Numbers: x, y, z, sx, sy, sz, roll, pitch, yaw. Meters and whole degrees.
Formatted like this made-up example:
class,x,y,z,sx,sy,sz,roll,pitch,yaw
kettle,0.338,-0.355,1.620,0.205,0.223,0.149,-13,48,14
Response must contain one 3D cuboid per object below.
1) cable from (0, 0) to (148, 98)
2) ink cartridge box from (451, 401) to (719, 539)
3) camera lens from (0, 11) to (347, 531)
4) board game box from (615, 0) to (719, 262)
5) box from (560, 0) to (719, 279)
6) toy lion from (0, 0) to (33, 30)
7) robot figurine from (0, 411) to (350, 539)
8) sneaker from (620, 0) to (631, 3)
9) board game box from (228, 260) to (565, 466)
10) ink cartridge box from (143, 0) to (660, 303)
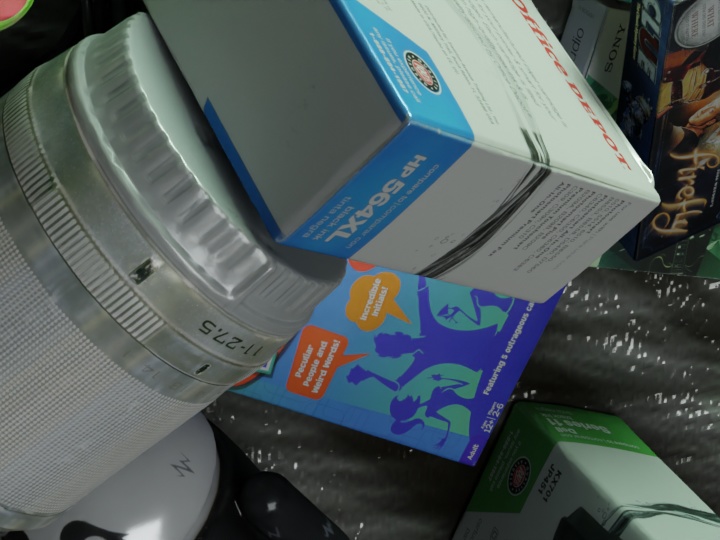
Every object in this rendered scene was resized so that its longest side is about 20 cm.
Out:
class,x,y,z,sx,sy,sz,roll,pitch,yaw
cable,-0.177,-0.134,0.974,0.163,0.051,0.200,-30,127,-11
ink cartridge box,0.134,0.185,1.230,0.083,0.200,0.147,13,109,-33
camera lens,-0.126,0.004,0.985,0.200,0.160,0.160,-37,130,17
board game box,0.192,-0.099,1.119,0.135,0.035,0.200,-24,148,-15
box,0.181,-0.068,1.219,0.199,0.036,0.145,5,113,-29
toy lion,-0.217,-0.163,0.894,0.199,0.069,0.192,-23,119,-3
robot figurine,-0.094,0.144,1.128,0.150,0.125,0.200,-41,129,-3
sneaker,0.183,-0.183,1.123,0.199,0.084,0.121,-17,119,-11
board game box,0.000,0.000,1.130,0.199,0.045,0.153,18,107,-24
ink cartridge box,0.022,-0.074,0.991,0.084,0.146,0.200,-43,149,23
